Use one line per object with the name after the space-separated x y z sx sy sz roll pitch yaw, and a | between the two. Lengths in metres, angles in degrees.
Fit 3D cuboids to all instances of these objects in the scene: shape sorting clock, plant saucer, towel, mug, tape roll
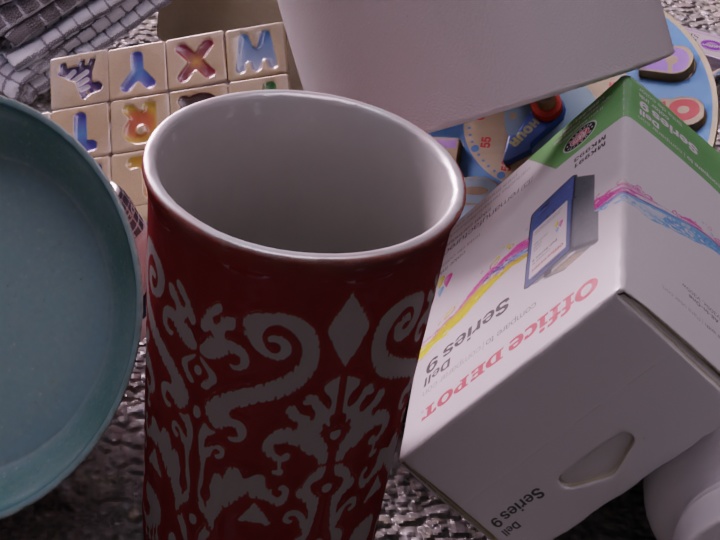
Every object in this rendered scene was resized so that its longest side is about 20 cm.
0.114 -0.093 1.095 0.199 0.039 0.201 -8 59 13 | shape sorting clock
-0.188 0.018 0.837 0.199 0.201 0.036 19 0 15 | plant saucer
-0.197 -0.222 1.183 0.200 0.086 0.166 -36 47 -7 | towel
-0.034 0.029 0.812 0.132 0.201 0.178 6 33 -4 | mug
0.056 -0.153 0.982 0.201 0.140 0.203 -17 4 1 | tape roll

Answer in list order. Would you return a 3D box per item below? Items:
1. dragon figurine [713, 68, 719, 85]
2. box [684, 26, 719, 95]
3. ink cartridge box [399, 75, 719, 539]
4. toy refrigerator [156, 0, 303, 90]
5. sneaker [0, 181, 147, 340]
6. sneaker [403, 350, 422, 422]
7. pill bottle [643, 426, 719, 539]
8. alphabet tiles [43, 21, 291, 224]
0.185 -0.094 1.175 0.199 0.059 0.100 -9 39 -18 | dragon figurine
0.164 -0.167 1.299 0.199 0.039 0.041 17 35 12 | box
0.105 0.019 0.882 0.087 0.145 0.200 38 32 -18 | ink cartridge box
-0.034 -0.167 1.219 0.199 0.076 0.070 24 36 22 | toy refrigerator
-0.200 0.004 0.897 0.199 0.081 0.077 -12 44 -3 | sneaker
0.000 0.003 0.987 0.104 0.060 0.199 -24 42 -34 | sneaker
0.189 0.081 0.870 0.108 0.109 0.200 10 34 2 | pill bottle
-0.131 -0.047 0.970 0.199 0.008 0.168 -8 64 5 | alphabet tiles
